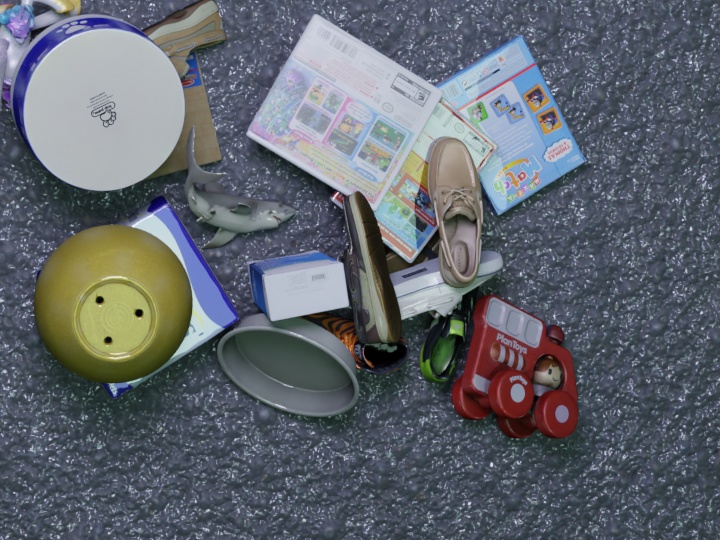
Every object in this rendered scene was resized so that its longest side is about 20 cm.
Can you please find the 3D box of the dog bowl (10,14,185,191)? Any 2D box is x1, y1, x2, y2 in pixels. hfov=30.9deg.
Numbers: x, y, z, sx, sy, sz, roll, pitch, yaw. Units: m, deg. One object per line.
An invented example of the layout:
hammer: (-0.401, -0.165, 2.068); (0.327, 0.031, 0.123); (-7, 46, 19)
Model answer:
dog bowl: (-0.314, -0.200, 1.565); (0.199, 0.079, 0.202); (-9, 114, -22)

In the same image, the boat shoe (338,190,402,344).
boat shoe: (0.000, 0.000, 1.684); (0.064, 0.073, 0.202); (-13, 90, 19)

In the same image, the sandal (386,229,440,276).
sandal: (0.070, -0.021, 1.808); (0.080, 0.054, 0.200); (43, 83, -25)

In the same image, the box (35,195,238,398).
box: (-0.292, 0.032, 1.708); (0.199, 0.105, 0.185); (-33, 102, -8)

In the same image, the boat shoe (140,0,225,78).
boat shoe: (-0.246, -0.281, 1.669); (0.200, 0.071, 0.077); (-37, 109, -34)

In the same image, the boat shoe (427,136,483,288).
boat shoe: (0.131, -0.080, 1.706); (0.071, 0.065, 0.202); (-6, 83, -7)

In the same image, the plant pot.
plant pot: (-0.298, 0.050, 1.582); (0.198, 0.142, 0.202); (-1, 97, -11)

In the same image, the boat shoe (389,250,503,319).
boat shoe: (0.102, 0.029, 1.764); (0.199, 0.071, 0.070); (-18, 110, -12)

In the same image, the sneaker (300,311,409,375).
sneaker: (-0.027, 0.096, 1.768); (0.198, 0.112, 0.078); (2, 95, -13)

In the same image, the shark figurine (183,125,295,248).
shark figurine: (-0.195, -0.106, 1.718); (0.127, 0.214, 0.090); (-26, 60, 20)

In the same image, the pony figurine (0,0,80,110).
pony figurine: (-0.439, -0.264, 1.633); (0.199, 0.166, 0.195); (-5, 97, -32)

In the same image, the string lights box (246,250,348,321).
string lights box: (-0.085, 0.016, 1.701); (0.102, 0.200, 0.059); (-10, 97, -10)

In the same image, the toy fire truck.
toy fire truck: (0.231, 0.142, 1.833); (0.199, 0.112, 0.169); (25, 71, -26)

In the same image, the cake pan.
cake pan: (-0.092, 0.124, 1.732); (0.199, 0.200, 0.037); (30, 53, -13)

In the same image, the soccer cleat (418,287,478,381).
soccer cleat: (0.131, 0.059, 1.815); (0.067, 0.081, 0.202); (13, 93, -13)

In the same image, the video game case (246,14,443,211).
video game case: (-0.020, -0.205, 1.704); (0.199, 0.024, 0.183); (30, 90, -6)

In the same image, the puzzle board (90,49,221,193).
puzzle board: (-0.281, -0.196, 1.690); (0.199, 0.017, 0.152); (-20, 100, -38)

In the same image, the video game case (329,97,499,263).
video game case: (0.073, -0.131, 1.746); (0.143, 0.017, 0.200); (38, 89, -15)

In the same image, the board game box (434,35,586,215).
board game box: (0.206, -0.203, 1.825); (0.151, 0.037, 0.201); (-31, 101, -7)
